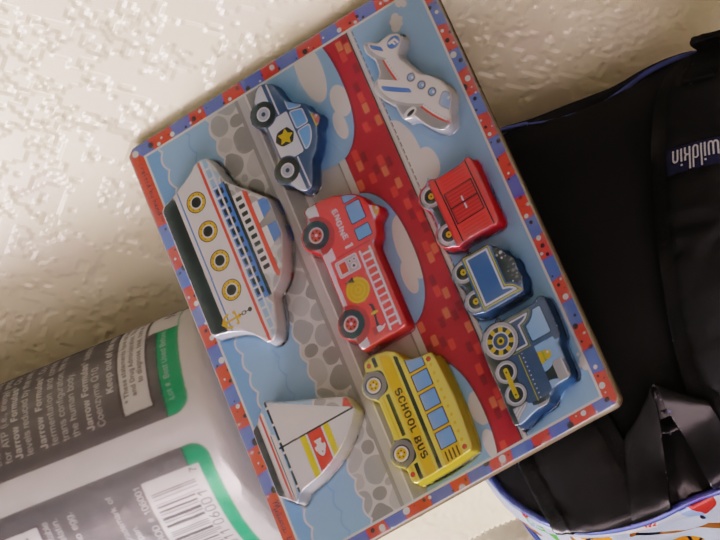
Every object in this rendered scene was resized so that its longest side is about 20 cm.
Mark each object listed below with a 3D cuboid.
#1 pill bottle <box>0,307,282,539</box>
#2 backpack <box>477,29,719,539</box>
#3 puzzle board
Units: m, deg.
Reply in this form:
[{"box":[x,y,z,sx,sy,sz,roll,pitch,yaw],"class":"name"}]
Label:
[{"box":[-0.132,0.100,1.263,0.199,0.113,0.113,-21,127,11],"class":"pill bottle"},{"box":[0.114,0.030,1.186,0.199,0.191,0.154,-26,143,14],"class":"backpack"},{"box":[0.000,0.000,1.158,0.150,0.201,0.017,-30,157,17],"class":"puzzle board"}]
